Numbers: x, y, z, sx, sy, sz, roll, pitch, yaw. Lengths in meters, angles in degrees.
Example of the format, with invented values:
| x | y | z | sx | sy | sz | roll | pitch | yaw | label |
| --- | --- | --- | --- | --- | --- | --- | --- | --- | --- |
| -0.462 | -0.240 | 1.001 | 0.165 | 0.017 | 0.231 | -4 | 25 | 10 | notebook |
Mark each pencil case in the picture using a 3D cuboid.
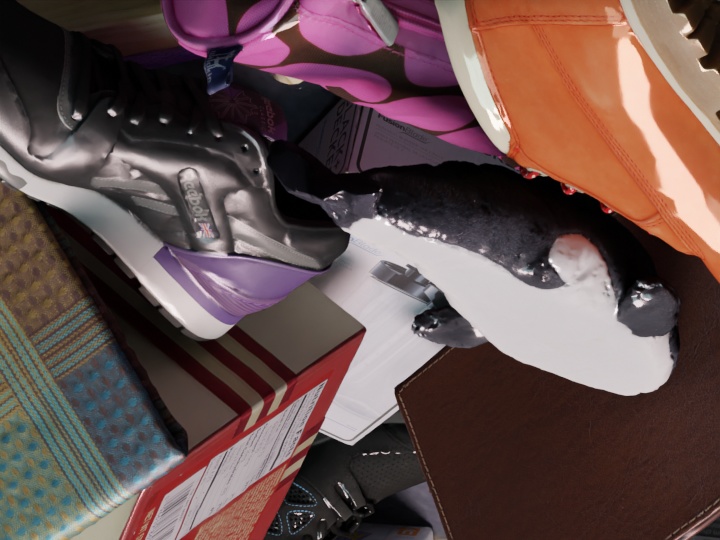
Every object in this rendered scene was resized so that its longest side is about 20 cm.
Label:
| x | y | z | sx | sy | sz | roll | pitch | yaw | label |
| --- | --- | --- | --- | --- | --- | --- | --- | --- | --- |
| 0.020 | -0.090 | 0.779 | 0.093 | 0.091 | 0.200 | 9 | 177 | 44 | pencil case |

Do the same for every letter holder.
| x | y | z | sx | sy | sz | roll | pitch | yaw | label |
| --- | --- | --- | --- | --- | --- | --- | --- | --- | --- |
| 0.132 | 0.062 | 0.890 | 0.100 | 0.143 | 0.200 | 19 | 130 | -42 | letter holder |

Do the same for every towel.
| x | y | z | sx | sy | sz | roll | pitch | yaw | label |
| --- | --- | --- | --- | --- | --- | --- | --- | --- | --- |
| -0.174 | 0.060 | 0.832 | 0.200 | 0.022 | 0.147 | -34 | 85 | 23 | towel |

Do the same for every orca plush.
| x | y | z | sx | sy | sz | roll | pitch | yaw | label |
| --- | --- | --- | --- | --- | --- | --- | --- | --- | --- |
| 0.052 | -0.018 | 0.784 | 0.199 | 0.071 | 0.105 | 20 | 154 | -30 | orca plush |

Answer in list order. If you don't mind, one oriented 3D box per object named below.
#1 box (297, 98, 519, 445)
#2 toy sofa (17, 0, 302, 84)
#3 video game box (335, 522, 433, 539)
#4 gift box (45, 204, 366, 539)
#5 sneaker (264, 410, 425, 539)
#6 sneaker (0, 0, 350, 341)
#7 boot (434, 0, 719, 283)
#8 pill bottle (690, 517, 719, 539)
| x | y | z | sx | sy | sz | roll | pitch | yaw | label |
| --- | --- | --- | --- | --- | --- | --- | --- | --- | --- |
| 0.000 | 0.000 | 0.991 | 0.116 | 0.060 | 0.200 | 27 | 143 | -18 | box |
| -0.104 | -0.101 | 0.868 | 0.199 | 0.083 | 0.098 | -8 | 138 | 28 | toy sofa |
| -0.074 | 0.191 | 1.192 | 0.199 | 0.182 | 0.047 | 2 | 105 | 17 | video game box |
| -0.139 | 0.053 | 0.919 | 0.187 | 0.200 | 0.185 | 39 | 125 | 17 | gift box |
| -0.034 | 0.132 | 1.127 | 0.199 | 0.082 | 0.073 | -19 | 154 | 4 | sneaker |
| -0.078 | -0.057 | 0.804 | 0.087 | 0.076 | 0.200 | -26 | 137 | 21 | sneaker |
| 0.106 | -0.044 | 0.734 | 0.107 | 0.075 | 0.200 | -10 | 131 | 35 | boot |
| 0.170 | 0.160 | 1.031 | 0.110 | 0.201 | 0.111 | 9 | 146 | 6 | pill bottle |
